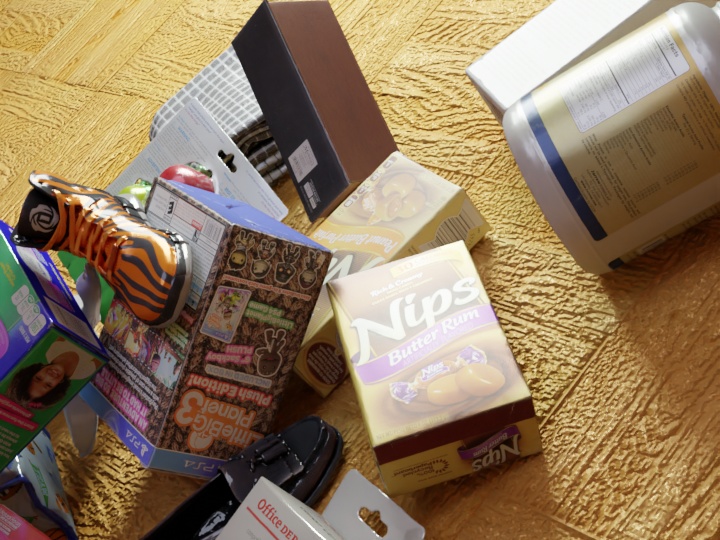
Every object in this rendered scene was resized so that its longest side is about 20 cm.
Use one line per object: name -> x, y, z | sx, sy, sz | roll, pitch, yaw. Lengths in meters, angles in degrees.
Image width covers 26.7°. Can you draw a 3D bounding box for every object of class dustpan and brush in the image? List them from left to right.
dustpan and brush -> -0.239, 0.056, 1.312 | 0.057, 0.200, 0.140 | -9, 56, -3

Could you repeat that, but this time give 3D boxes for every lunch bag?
lunch bag -> -0.356, 0.214, 1.298 | 0.199, 0.124, 0.170 | -32, 35, -3

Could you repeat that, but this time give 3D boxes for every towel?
towel -> -0.110, -0.161, 1.541 | 0.200, 0.086, 0.166 | -42, 34, -5

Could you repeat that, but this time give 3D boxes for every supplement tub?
supplement tub -> 0.219, -0.102, 1.096 | 0.199, 0.145, 0.145 | -30, 34, 13

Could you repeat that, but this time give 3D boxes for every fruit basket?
fruit basket -> -0.178, -0.038, 1.424 | 0.200, 0.094, 0.185 | -42, 55, 2

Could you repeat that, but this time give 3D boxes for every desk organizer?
desk organizer -> -0.037, -0.151, 1.404 | 0.072, 0.077, 0.201 | -43, 65, 46

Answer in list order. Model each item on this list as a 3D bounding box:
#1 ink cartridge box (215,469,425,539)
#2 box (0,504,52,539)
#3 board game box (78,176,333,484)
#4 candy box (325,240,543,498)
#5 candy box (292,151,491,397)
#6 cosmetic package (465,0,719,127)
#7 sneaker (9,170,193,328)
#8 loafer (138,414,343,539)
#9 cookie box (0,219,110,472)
ink cartridge box -> -0.057, 0.221, 1.018 | 0.200, 0.067, 0.116 | -54, 34, -4
box -> -0.229, 0.265, 1.133 | 0.096, 0.100, 0.200 | -51, 34, -17
board game box -> -0.128, 0.047, 1.220 | 0.159, 0.096, 0.201 | 31, 102, 56
candy box -> 0.049, 0.066, 1.112 | 0.116, 0.057, 0.200 | -17, 34, -1
candy box -> 0.000, 0.000, 1.267 | 0.200, 0.055, 0.115 | -44, 34, -8
cosmetic package -> 0.199, -0.189, 1.285 | 0.200, 0.071, 0.102 | -37, 33, 3
sneaker -> -0.209, -0.018, 1.175 | 0.200, 0.112, 0.078 | 34, 105, 55
loafer -> -0.098, 0.179, 1.141 | 0.200, 0.063, 0.072 | -44, 34, -8
cookie box -> -0.319, 0.081, 1.224 | 0.200, 0.075, 0.171 | -46, 45, 4
